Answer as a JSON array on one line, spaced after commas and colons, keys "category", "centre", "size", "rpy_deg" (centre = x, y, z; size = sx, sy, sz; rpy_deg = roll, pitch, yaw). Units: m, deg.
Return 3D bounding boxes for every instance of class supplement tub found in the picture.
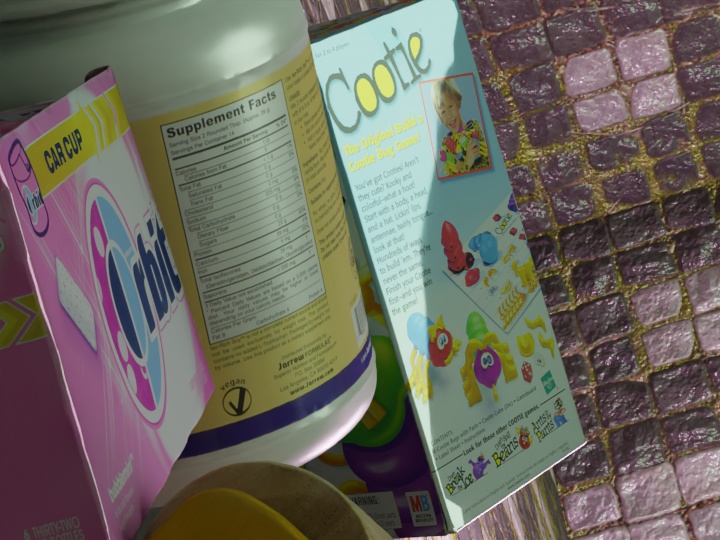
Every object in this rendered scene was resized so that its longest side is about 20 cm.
[{"category": "supplement tub", "centre": [-0.080, -0.030, 0.889], "size": [0.146, 0.144, 0.201], "rpy_deg": [-85, 164, -71]}]

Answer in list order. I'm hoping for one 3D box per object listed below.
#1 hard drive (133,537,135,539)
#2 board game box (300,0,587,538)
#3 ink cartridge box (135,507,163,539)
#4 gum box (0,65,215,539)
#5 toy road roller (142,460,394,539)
[{"category": "hard drive", "centre": [-0.057, 0.225, 1.038], "size": [0.132, 0.027, 0.201], "rpy_deg": [62, 13, -56]}, {"category": "board game box", "centre": [0.000, 0.000, 1.011], "size": [0.105, 0.103, 0.201], "rpy_deg": [-26, 103, -48]}, {"category": "ink cartridge box", "centre": [-0.044, 0.156, 1.029], "size": [0.200, 0.042, 0.120], "rpy_deg": [60, 16, -51]}, {"category": "gum box", "centre": [-0.100, 0.011, 0.718], "size": [0.200, 0.066, 0.114], "rpy_deg": [-70, 144, -78]}, {"category": "toy road roller", "centre": [-0.033, 0.168, 0.667], "size": [0.146, 0.200, 0.123], "rpy_deg": [37, -4, 18]}]
